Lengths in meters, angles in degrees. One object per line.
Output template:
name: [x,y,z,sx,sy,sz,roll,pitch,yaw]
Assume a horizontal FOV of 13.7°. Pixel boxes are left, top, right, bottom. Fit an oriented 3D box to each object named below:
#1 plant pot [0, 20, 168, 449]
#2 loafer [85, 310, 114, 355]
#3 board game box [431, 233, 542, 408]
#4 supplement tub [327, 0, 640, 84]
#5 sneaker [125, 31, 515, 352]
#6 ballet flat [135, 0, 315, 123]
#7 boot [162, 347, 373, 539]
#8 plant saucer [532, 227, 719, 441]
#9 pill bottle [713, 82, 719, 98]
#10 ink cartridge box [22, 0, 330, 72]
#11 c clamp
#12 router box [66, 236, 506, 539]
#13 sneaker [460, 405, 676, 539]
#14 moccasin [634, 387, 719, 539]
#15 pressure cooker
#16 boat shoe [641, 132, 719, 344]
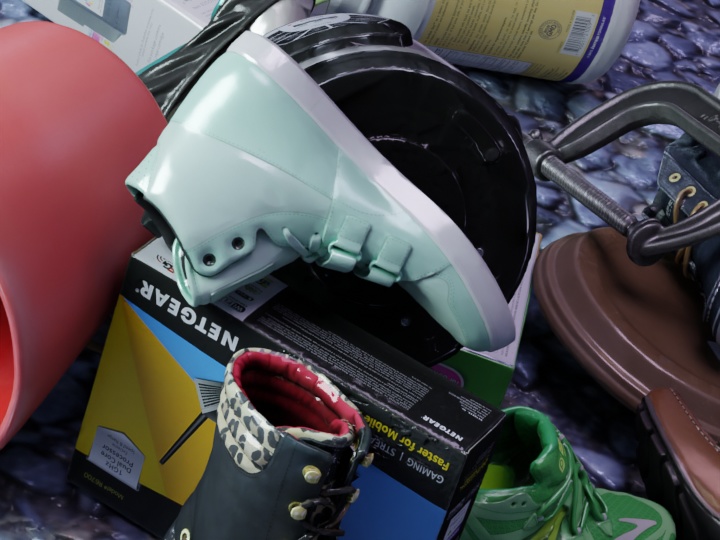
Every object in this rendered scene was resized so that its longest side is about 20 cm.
plant pot: [-0.195,-0.026,1.521,0.200,0.201,0.177,30,43,17]
loafer: [-0.079,0.067,1.610,0.200,0.073,0.072,41,76,20]
board game box: [0.000,0.000,1.757,0.199,0.040,0.153,19,32,0]
supplement tub: [0.076,-0.209,2.012,0.199,0.146,0.146,9,34,-17]
sneaker: [-0.024,-0.006,1.466,0.200,0.118,0.074,44,-9,-6]
ballet flat: [-0.078,-0.124,1.809,0.068,0.200,0.068,45,-5,17]
boot: [-0.025,0.150,1.413,0.073,0.154,0.204,-9,41,-36]
plant saucer: [0.193,0.039,1.774,0.199,0.030,0.200,26,27,-14]
pill bottle: [0.311,-0.049,1.927,0.199,0.111,0.111,20,32,1]
ink cartridge box: [-0.134,-0.186,1.938,0.200,0.068,0.117,36,36,22]
c clamp: [0.157,-0.053,1.791,0.170,0.027,0.200,-31,34,-18]
router box: [-0.040,0.089,1.502,0.199,0.150,0.051,30,35,17]
sneaker: [0.092,0.121,1.569,0.199,0.084,0.074,17,37,-31]
moccasin: [0.216,0.137,1.621,0.077,0.074,0.201,-25,48,-17]
pressure cooker: [-0.008,-0.044,1.608,0.176,0.179,0.200,35,4,-14]
boat shoe: [0.207,-0.018,1.791,0.090,0.071,0.200,23,26,5]
